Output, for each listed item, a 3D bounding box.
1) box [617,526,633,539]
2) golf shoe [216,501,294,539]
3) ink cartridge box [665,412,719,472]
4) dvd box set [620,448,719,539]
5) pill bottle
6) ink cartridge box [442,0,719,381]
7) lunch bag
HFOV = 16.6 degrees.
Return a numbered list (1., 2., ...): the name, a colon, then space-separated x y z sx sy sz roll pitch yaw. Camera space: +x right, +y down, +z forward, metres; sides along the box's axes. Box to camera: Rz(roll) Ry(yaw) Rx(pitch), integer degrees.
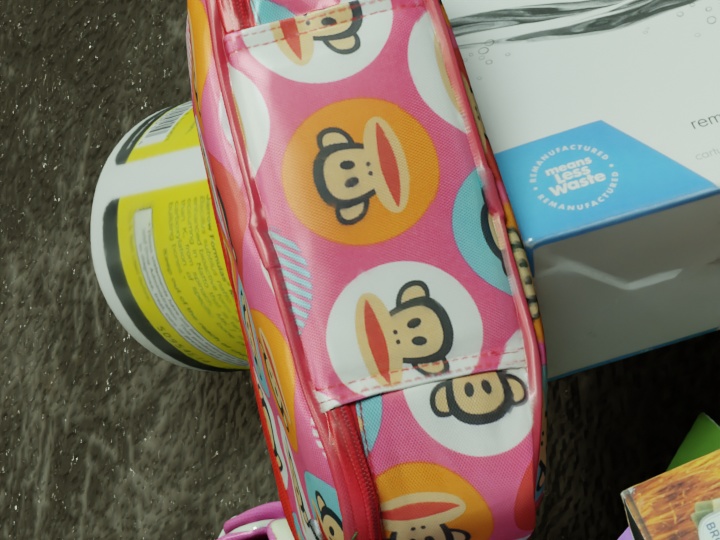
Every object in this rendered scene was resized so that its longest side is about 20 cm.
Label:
1. box: 0.096 0.176 0.645 0.137 0.039 0.200 -53 45 24
2. golf shoe: -0.022 0.109 0.904 0.200 0.091 0.076 160 123 -69
3. ink cartridge box: 0.075 0.157 0.765 0.148 0.076 0.200 44 111 46
4. dvd box set: 0.181 0.077 0.588 0.199 0.029 0.147 -22 54 -1
5. pill bottle: -0.009 -0.023 0.954 0.200 0.114 0.115 -9 67 53
6. ink cartridge box: 0.075 -0.070 0.808 0.068 0.116 0.200 82 169 -47
7. lunch bag: 0.000 0.000 0.774 0.176 0.082 0.201 100 157 -77
